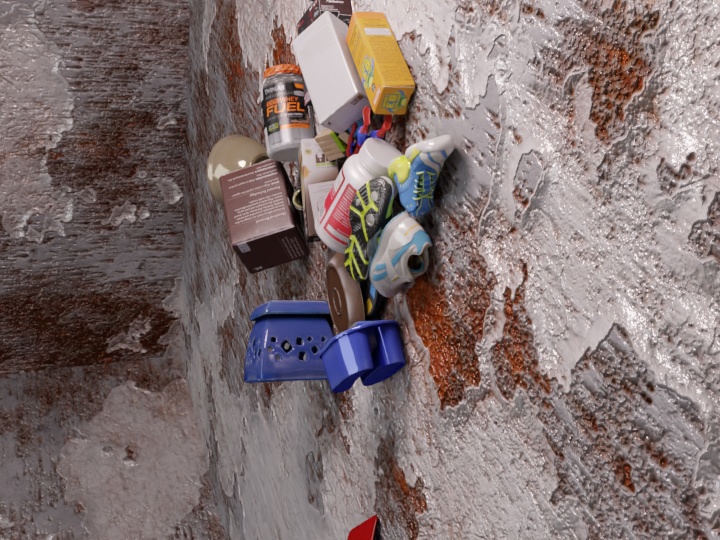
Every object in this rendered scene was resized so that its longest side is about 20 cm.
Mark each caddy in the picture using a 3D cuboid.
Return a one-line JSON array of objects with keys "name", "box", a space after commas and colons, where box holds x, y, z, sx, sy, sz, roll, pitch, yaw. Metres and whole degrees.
[{"name": "caddy", "box": [0.001, 0.152, 1.425, 0.200, 0.138, 0.107, -50, 54, 59]}]

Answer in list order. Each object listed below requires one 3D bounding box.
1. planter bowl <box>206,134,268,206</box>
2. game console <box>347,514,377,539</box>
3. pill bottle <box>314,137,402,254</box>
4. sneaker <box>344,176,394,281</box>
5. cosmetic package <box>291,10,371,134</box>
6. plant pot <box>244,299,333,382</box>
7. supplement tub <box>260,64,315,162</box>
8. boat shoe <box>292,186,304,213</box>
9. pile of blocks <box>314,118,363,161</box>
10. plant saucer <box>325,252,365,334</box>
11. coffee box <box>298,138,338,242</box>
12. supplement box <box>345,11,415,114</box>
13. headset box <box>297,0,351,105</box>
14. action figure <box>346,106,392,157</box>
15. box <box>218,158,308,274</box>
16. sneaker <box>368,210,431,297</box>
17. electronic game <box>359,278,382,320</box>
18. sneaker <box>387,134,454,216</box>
[{"name": "planter bowl", "box": [-0.305, -0.268, 2.086, 0.132, 0.198, 0.206, 10, 105, 39]}, {"name": "game console", "box": [0.024, 0.645, 1.615, 0.173, 0.118, 0.201, 47, 148, 9]}, {"name": "pill bottle", "box": [0.001, -0.136, 1.387, 0.202, 0.110, 0.114, -57, 41, 36]}, {"name": "sneaker", "box": [0.024, -0.078, 1.332, 0.075, 0.075, 0.203, 41, 133, 30]}, {"name": "cosmetic package", "box": [-0.050, -0.371, 1.422, 0.101, 0.073, 0.204, -31, 65, 28]}, {"name": "plant pot", "box": [-0.163, 0.167, 1.776, 0.199, 0.195, 0.185, 158, 113, -67]}, {"name": "supplement tub", "box": [-0.172, -0.370, 1.788, 0.122, 0.119, 0.206, 153, 110, -66]}, {"name": "boat shoe", "box": [-0.129, -0.172, 1.787, 0.200, 0.064, 0.074, -176, 79, -69]}, {"name": "pile of blocks", "box": [-0.017, -0.299, 1.517, 0.200, 0.082, 0.063, -44, 10, 52]}, {"name": "plant saucer", "box": [-0.036, 0.062, 1.560, 0.200, 0.031, 0.206, 168, 91, -74]}, {"name": "coffee box", "box": [-0.086, -0.172, 1.637, 0.114, 0.077, 0.206, 145, 120, -82]}, {"name": "supplement box", "box": [0.033, -0.371, 1.348, 0.067, 0.067, 0.203, 113, 144, -49]}, {"name": "headset box", "box": [-0.069, -0.443, 1.578, 0.148, 0.073, 0.206, 166, 99, -67]}, {"name": "action figure", "box": [0.012, -0.248, 1.417, 0.200, 0.064, 0.053, 130, 144, -71]}, {"name": "box", "box": [-0.238, -0.134, 1.873, 0.167, 0.160, 0.204, 69, -175, -65]}, {"name": "sneaker", "box": [0.070, -0.008, 1.310, 0.081, 0.076, 0.202, 45, 152, 22]}, {"name": "electronic game", "box": [0.000, 0.000, 1.529, 0.199, 0.041, 0.206, 175, 90, -69]}, {"name": "sneaker", "box": [0.107, -0.148, 1.214, 0.200, 0.074, 0.108, 167, 86, -75]}]
